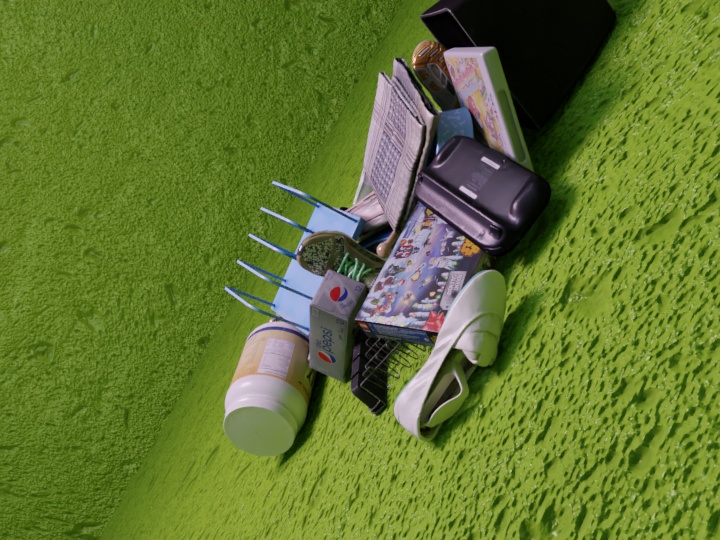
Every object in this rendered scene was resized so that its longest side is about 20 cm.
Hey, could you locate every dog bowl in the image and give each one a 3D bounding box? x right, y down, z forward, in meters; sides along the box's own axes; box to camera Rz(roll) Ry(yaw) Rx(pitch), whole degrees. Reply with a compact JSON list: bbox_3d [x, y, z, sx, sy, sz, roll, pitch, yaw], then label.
[{"bbox_3d":[0.115,-0.137,0.979,0.112,0.049,0.202,-97,11,-46],"label":"dog bowl"}]

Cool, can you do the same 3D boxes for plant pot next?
[{"bbox_3d":[0.223,-0.338,0.944,0.177,0.200,0.200,-43,16,7],"label":"plant pot"}]

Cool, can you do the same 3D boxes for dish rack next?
[{"bbox_3d":[0.056,0.078,0.928,0.201,0.054,0.154,-50,18,25],"label":"dish rack"}]

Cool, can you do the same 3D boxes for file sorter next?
[{"bbox_3d":[-0.110,-0.025,1.092,0.138,0.122,0.202,25,90,53],"label":"file sorter"}]

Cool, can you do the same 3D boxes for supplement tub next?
[{"bbox_3d":[-0.154,0.205,1.195,0.145,0.143,0.201,-48,18,34],"label":"supplement tub"}]

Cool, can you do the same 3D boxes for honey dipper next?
[{"bbox_3d":[0.067,-0.075,1.052,0.038,0.038,0.200,-45,5,41],"label":"honey dipper"}]

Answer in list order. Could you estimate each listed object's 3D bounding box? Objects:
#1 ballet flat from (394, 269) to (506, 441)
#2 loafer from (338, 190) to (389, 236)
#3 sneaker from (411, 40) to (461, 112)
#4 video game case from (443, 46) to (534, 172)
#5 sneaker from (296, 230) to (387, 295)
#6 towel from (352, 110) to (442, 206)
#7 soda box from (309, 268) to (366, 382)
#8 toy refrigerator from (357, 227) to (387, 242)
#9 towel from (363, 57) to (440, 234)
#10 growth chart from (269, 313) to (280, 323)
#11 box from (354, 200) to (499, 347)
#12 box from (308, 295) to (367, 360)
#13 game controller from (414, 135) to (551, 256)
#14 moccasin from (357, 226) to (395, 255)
[{"bbox_3d":[0.106,0.097,0.721,0.202,0.069,0.070,-59,14,16],"label":"ballet flat"},{"bbox_3d":[-0.009,-0.088,1.158,0.198,0.064,0.071,-18,-2,43],"label":"loafer"},{"bbox_3d":[0.149,-0.258,1.024,0.075,0.201,0.088,-28,18,16],"label":"sneaker"},{"bbox_3d":[0.166,-0.197,0.887,0.023,0.184,0.200,-22,18,2],"label":"video game case"},{"bbox_3d":[0.000,0.000,1.016,0.078,0.198,0.089,-66,27,9],"label":"sneaker"},{"bbox_3d":[0.077,-0.190,1.179,0.031,0.147,0.203,48,-123,-65],"label":"towel"},{"bbox_3d":[-0.037,0.088,1.034,0.201,0.063,0.069,96,-162,-56],"label":"soda box"},{"bbox_3d":[0.078,-0.124,1.228,0.202,0.069,0.076,-62,22,-9],"label":"toy refrigerator"},{"bbox_3d":[0.050,-0.187,1.000,0.194,0.034,0.202,-110,28,-48],"label":"towel"},{"bbox_3d":[-0.092,0.037,1.238,0.200,0.018,0.144,-38,1,44],"label":"growth chart"},{"bbox_3d":[0.094,-0.003,0.837,0.135,0.040,0.202,4,55,40],"label":"box"},{"bbox_3d":[-0.028,0.063,1.230,0.137,0.040,0.201,-50,17,32],"label":"box"},{"bbox_3d":[0.140,-0.096,0.821,0.104,0.042,0.200,-46,40,2],"label":"game controller"},{"bbox_3d":[0.042,-0.028,1.125,0.198,0.069,0.081,-23,15,25],"label":"moccasin"}]
